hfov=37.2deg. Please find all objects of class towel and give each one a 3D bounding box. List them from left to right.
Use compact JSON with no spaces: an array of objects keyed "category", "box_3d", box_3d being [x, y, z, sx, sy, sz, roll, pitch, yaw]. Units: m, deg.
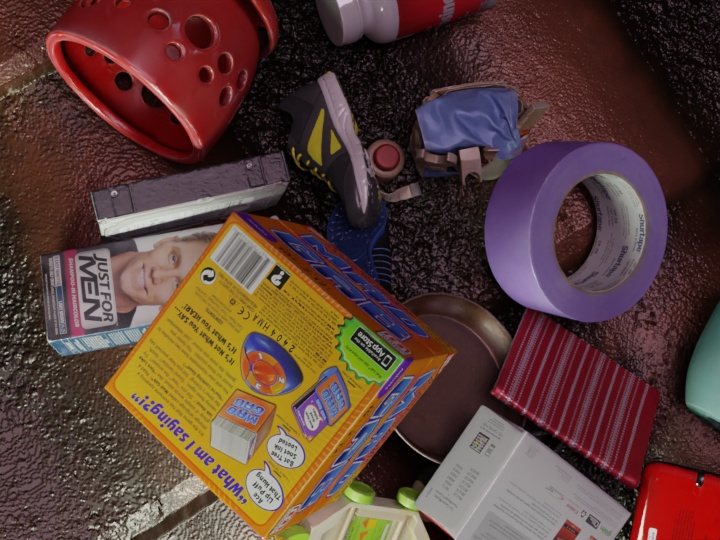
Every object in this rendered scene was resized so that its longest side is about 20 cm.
[{"category":"towel","box_3d":[0.250,0.144,1.220,0.200,0.022,0.145,34,48,-5]}]

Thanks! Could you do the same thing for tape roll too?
[{"category":"tape roll","box_3d":[0.245,-0.046,1.208,0.200,0.085,0.200,-5,100,-29]}]

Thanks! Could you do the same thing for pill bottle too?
[{"category":"pill bottle","box_3d":[0.053,-0.329,1.231,0.200,0.112,0.112,-21,87,-13]}]

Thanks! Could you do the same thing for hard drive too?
[{"category":"hard drive","box_3d":[-0.181,-0.075,1.134,0.200,0.140,0.038,-14,86,-14]}]

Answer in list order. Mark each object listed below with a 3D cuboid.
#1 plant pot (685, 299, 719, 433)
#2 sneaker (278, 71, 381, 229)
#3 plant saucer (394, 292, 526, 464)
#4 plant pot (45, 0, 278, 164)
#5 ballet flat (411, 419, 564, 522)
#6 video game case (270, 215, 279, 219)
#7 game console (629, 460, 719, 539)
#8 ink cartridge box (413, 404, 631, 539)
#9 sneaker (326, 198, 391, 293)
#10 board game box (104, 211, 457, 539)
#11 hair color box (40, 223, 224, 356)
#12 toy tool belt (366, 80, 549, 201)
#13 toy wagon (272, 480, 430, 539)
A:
[{"category":"plant pot","box_3d":[0.467,0.123,1.215,0.200,0.201,0.161,36,89,-5]},{"category":"sneaker","box_3d":[-0.035,-0.125,1.196,0.084,0.074,0.200,-20,61,6]},{"category":"plant saucer","box_3d":[0.096,0.124,1.190,0.200,0.034,0.201,12,63,-24]},{"category":"plant pot","box_3d":[-0.196,-0.241,1.127,0.200,0.200,0.183,38,74,-4]},{"category":"ballet flat","box_3d":[0.139,0.219,1.199,0.200,0.057,0.067,-28,87,-14]},{"category":"video game case","box_3d":[-0.123,0.063,1.154,0.182,0.023,0.200,-28,74,-9]},{"category":"game console","box_3d":[0.402,0.316,1.229,0.172,0.119,0.200,11,101,20]},{"category":"ink cartridge box","box_3d":[0.162,0.272,1.138,0.200,0.084,0.176,40,83,-31]},{"category":"sneaker","box_3d":[0.000,0.000,1.177,0.070,0.078,0.200,-3,43,7]},{"category":"board game box","box_3d":[-0.066,0.090,0.992,0.200,0.200,0.200,40,100,14]},{"category":"hair color box","box_3d":[-0.228,0.020,1.127,0.200,0.061,0.100,-10,71,-4]},{"category":"toy tool belt","box_3d":[0.105,-0.153,1.211,0.200,0.123,0.125,-14,85,-13]},{"category":"toy wagon","box_3d":[-0.019,0.294,1.119,0.200,0.040,0.155,16,101,-33]}]
